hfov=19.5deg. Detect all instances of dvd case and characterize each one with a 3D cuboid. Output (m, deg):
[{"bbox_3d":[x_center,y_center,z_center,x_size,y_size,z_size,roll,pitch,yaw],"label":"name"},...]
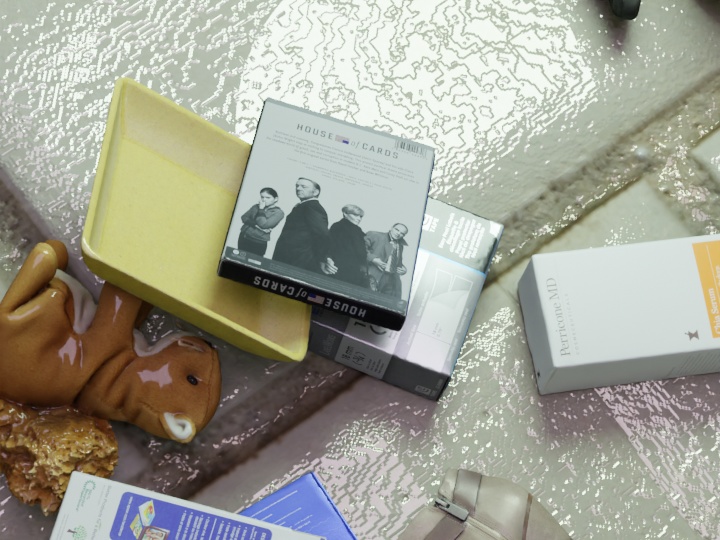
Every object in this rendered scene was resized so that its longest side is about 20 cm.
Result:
[{"bbox_3d":[-0.023,-0.048,1.660,0.149,0.025,0.201,17,43,-5],"label":"dvd case"}]

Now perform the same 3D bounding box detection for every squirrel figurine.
[{"bbox_3d":[-0.211,0.095,1.640,0.186,0.142,0.201,31,82,-6],"label":"squirrel figurine"}]

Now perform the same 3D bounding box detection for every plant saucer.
[{"bbox_3d":[-0.129,-0.031,1.640,0.199,0.048,0.201,29,41,-22],"label":"plant saucer"}]

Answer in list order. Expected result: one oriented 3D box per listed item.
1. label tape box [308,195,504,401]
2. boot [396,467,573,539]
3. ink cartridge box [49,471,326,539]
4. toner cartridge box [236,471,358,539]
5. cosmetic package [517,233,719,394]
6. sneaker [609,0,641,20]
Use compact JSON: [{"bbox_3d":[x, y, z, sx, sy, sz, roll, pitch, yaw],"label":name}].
[{"bbox_3d":[0.000,0.000,1.722,0.198,0.063,0.145,21,67,1],"label":"label tape box"},{"bbox_3d":[0.085,0.258,1.638,0.145,0.070,0.201,29,67,11],"label":"boot"},{"bbox_3d":[-0.130,0.220,1.533,0.198,0.039,0.100,14,67,8],"label":"ink cartridge box"},{"bbox_3d":[-0.096,0.243,1.574,0.199,0.043,0.095,-28,59,-13],"label":"toner cartridge box"},{"bbox_3d":[0.239,0.034,1.735,0.198,0.071,0.102,-7,70,-9],"label":"cosmetic package"},{"bbox_3d":[0.182,-0.302,1.863,0.114,0.076,0.202,-6,60,-4],"label":"sneaker"}]
